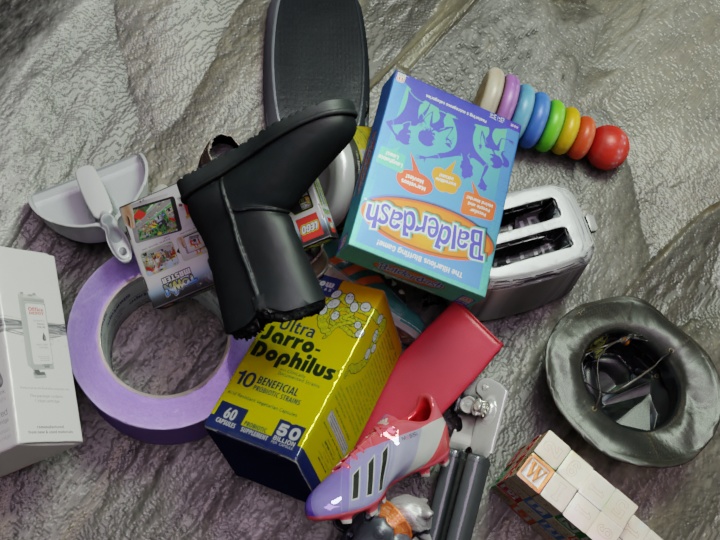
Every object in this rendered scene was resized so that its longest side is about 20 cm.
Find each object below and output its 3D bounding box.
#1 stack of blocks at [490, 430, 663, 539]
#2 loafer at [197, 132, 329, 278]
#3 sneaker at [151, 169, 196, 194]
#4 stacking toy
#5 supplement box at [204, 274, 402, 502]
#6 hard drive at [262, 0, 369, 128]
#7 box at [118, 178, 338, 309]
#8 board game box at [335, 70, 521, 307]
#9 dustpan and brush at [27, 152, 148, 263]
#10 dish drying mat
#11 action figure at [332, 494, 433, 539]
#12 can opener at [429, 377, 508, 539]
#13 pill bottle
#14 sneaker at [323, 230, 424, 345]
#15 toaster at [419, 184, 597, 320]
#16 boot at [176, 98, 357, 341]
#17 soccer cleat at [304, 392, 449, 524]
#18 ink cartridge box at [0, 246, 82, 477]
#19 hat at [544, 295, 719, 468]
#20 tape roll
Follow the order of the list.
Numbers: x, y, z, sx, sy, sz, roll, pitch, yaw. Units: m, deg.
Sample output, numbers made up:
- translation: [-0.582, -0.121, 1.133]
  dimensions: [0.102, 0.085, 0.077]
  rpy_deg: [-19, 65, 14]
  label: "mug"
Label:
- translation: [0.238, 0.262, 0.976]
  dimensions: [0.200, 0.115, 0.059]
  rpy_deg: [41, 71, 8]
  label: "stack of blocks"
- translation: [-0.109, -0.065, 0.988]
  dimensions: [0.073, 0.071, 0.200]
  rpy_deg: [-37, 70, -19]
  label: "loafer"
- translation: [-0.151, -0.080, 1.072]
  dimensions: [0.198, 0.082, 0.089]
  rpy_deg: [-13, 67, -17]
  label: "sneaker"
- translation: [0.235, -0.175, 1.157]
  dimensions: [0.198, 0.085, 0.086]
  rpy_deg: [19, 69, -4]
  label: "stacking toy"
- translation: [-0.052, 0.116, 0.967]
  dimensions: [0.108, 0.110, 0.201]
  rpy_deg: [14, 57, 24]
  label: "supplement box"
- translation: [-0.053, -0.250, 1.166]
  dimensions: [0.133, 0.042, 0.203]
  rpy_deg: [1, 70, -6]
  label: "hard drive"
- translation: [-0.133, -0.048, 0.947]
  dimensions: [0.198, 0.035, 0.111]
  rpy_deg: [-21, 86, 10]
  label: "box"
- translation: [0.073, -0.083, 0.966]
  dimensions: [0.150, 0.045, 0.202]
  rpy_deg: [20, 69, -14]
  label: "board game box"
- translation: [-0.277, -0.062, 1.025]
  dimensions: [0.138, 0.058, 0.201]
  rpy_deg: [-24, 53, -15]
  label: "dustpan and brush"
- translation: [0.061, 0.128, 1.026]
  dimensions: [0.077, 0.018, 0.200]
  rpy_deg: [43, 89, 12]
  label: "dish drying mat"
- translation: [0.013, 0.310, 0.938]
  dimensions: [0.199, 0.105, 0.194]
  rpy_deg: [39, 83, 15]
  label: "action figure"
- translation: [0.117, 0.211, 1.009]
  dimensions: [0.052, 0.066, 0.202]
  rpy_deg: [7, 72, 36]
  label: "can opener"
- translation: [0.029, -0.101, 1.058]
  dimensions: [0.198, 0.112, 0.114]
  rpy_deg: [-1, 68, -35]
  label: "pill bottle"
- translation: [0.000, 0.000, 1.066]
  dimensions: [0.199, 0.071, 0.080]
  rpy_deg: [37, 72, 7]
  label: "sneaker"
- translation: [0.165, -0.019, 1.062]
  dimensions: [0.197, 0.129, 0.115]
  rpy_deg: [-14, 71, -11]
  label: "toaster"
- translation: [-0.063, -0.042, 0.875]
  dimensions: [0.198, 0.076, 0.170]
  rpy_deg: [-26, 82, 17]
  label: "boot"
- translation: [0.015, 0.185, 0.934]
  dimensions: [0.199, 0.066, 0.078]
  rpy_deg: [-18, 96, -44]
  label: "soccer cleat"
- translation: [-0.368, 0.096, 0.948]
  dimensions: [0.145, 0.082, 0.202]
  rpy_deg: [-24, 70, 27]
  label: "ink cartridge box"
- translation: [0.290, 0.133, 1.050]
  dimensions: [0.198, 0.081, 0.203]
  rpy_deg: [3, 61, -5]
  label: "hat"
- translation: [-0.204, 0.077, 1.008]
  dimensions: [0.197, 0.085, 0.203]
  rpy_deg: [2, 70, -5]
  label: "tape roll"
